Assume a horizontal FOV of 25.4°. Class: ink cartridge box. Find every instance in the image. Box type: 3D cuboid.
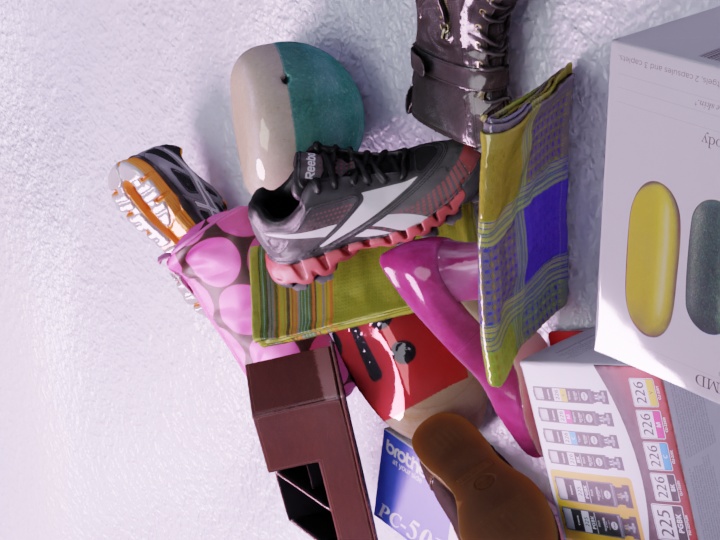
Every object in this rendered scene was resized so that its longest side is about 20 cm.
[{"bbox_3d":[0.192,0.146,1.145,0.176,0.084,0.200,-3,104,52],"label":"ink cartridge box"},{"bbox_3d":[0.096,0.208,1.324,0.200,0.044,0.094,32,127,39],"label":"ink cartridge box"}]

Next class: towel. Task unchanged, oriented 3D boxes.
[{"bbox_3d":[0.117,-0.033,1.114,0.023,0.144,0.200,10,116,24],"label":"towel"},{"bbox_3d":[0.000,0.000,1.271,0.200,0.018,0.086,-14,72,24],"label":"towel"}]

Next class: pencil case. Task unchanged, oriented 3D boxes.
[{"bbox_3d":[-0.089,0.044,1.407,0.200,0.094,0.091,57,173,-5],"label":"pencil case"}]

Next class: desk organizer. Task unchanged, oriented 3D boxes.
[{"bbox_3d":[-0.039,0.163,1.368,0.072,0.077,0.200,-103,1,-52],"label":"desk organizer"}]

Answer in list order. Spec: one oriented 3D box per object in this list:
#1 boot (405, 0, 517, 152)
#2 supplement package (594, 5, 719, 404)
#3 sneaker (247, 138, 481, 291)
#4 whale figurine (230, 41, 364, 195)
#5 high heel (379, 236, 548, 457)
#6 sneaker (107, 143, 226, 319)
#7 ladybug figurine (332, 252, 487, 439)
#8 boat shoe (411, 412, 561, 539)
[{"bbox_3d":[0.096,-0.167,1.144,0.200,0.069,0.174,25,128,52],"label":"boot"},{"bbox_3d":[0.245,-0.039,0.939,0.152,0.151,0.200,24,124,42],"label":"supplement package"},{"bbox_3d":[0.000,-0.060,1.221,0.200,0.071,0.098,-23,125,18],"label":"sneaker"},{"bbox_3d":[-0.051,-0.105,1.335,0.200,0.104,0.159,96,163,-61],"label":"whale figurine"},{"bbox_3d":[0.084,0.061,1.212,0.096,0.067,0.200,-2,129,30],"label":"high heel"},{"bbox_3d":[-0.147,-0.034,1.493,0.078,0.077,0.200,-23,106,40],"label":"sneaker"},{"bbox_3d":[0.029,0.055,1.313,0.136,0.072,0.200,-39,75,51],"label":"ladybug figurine"},{"bbox_3d":[0.103,0.183,1.205,0.070,0.070,0.200,63,177,-33],"label":"boat shoe"}]
